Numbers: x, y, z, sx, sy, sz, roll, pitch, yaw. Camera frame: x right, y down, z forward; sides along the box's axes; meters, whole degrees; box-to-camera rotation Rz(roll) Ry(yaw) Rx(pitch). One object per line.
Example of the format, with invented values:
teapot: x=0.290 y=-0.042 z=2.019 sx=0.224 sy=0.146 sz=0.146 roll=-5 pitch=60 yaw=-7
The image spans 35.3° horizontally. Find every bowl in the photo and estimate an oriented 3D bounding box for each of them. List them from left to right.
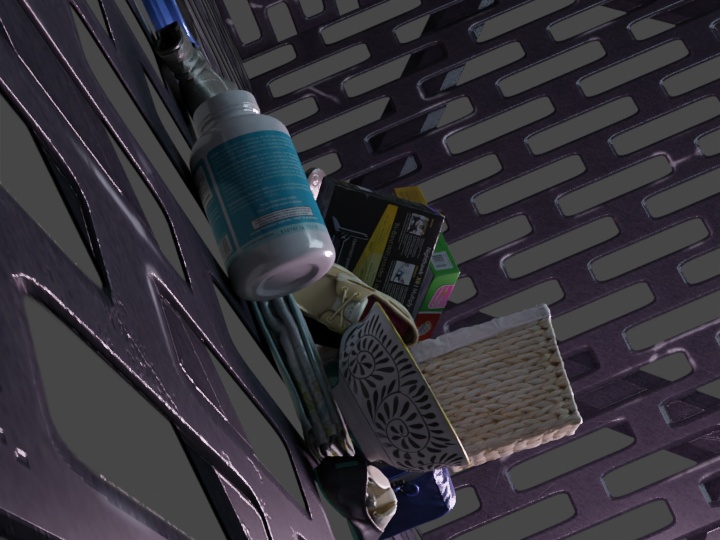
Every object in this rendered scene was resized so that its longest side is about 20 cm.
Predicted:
bowl: x=-0.259 y=-0.366 z=1.443 sx=0.201 sy=0.039 sz=0.203 roll=-23 pitch=91 yaw=-89
bowl: x=0.028 y=0.143 z=1.218 sx=0.202 sy=0.093 sz=0.201 roll=60 pitch=-3 yaw=5

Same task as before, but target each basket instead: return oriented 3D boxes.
basket: x=0.177 y=0.162 z=1.508 sx=0.198 sy=0.197 sz=0.163 roll=63 pitch=11 yaw=-75

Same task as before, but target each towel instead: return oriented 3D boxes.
towel: x=-0.065 y=0.115 z=1.259 sx=0.172 sy=0.048 sz=0.202 roll=76 pitch=-7 yaw=-68

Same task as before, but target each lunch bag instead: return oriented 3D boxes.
lunch bag: x=0.037 y=0.246 z=1.493 sx=0.200 sy=0.134 sz=0.134 roll=-108 pitch=176 yaw=-69

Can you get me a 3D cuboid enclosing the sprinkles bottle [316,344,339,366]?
sprinkles bottle: x=-0.037 y=0.149 z=1.594 sx=0.200 sy=0.067 sz=0.069 roll=-107 pitch=174 yaw=-83

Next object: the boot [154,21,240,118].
boot: x=-0.201 y=-0.248 z=1.381 sx=0.132 sy=0.067 sz=0.200 roll=62 pitch=1 yaw=-22

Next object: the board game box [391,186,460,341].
board game box: x=0.064 y=0.008 z=1.557 sx=0.201 sy=0.040 sz=0.154 roll=110 pitch=-35 yaw=-49

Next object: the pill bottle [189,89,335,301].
pill bottle: x=-0.107 y=-0.080 z=1.149 sx=0.111 sy=0.110 sz=0.202 roll=67 pitch=1 yaw=-73

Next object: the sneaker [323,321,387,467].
sneaker: x=-0.011 y=0.131 z=1.375 sx=0.120 sy=0.083 sz=0.202 roll=32 pitch=-40 yaw=47

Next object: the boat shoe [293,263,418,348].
boat shoe: x=-0.011 y=0.042 z=1.360 sx=0.198 sy=0.075 sz=0.069 roll=21 pitch=6 yaw=-26

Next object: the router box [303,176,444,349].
router box: x=0.000 y=0.000 z=1.421 sx=0.052 sy=0.155 sz=0.202 roll=41 pitch=-66 yaw=64

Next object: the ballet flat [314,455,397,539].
ballet flat: x=0.005 y=0.256 z=1.253 sx=0.201 sy=0.072 sz=0.074 roll=68 pitch=0 yaw=-55

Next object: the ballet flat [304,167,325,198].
ballet flat: x=-0.086 y=-0.058 z=1.658 sx=0.046 sy=0.067 sz=0.203 roll=27 pitch=-58 yaw=36
